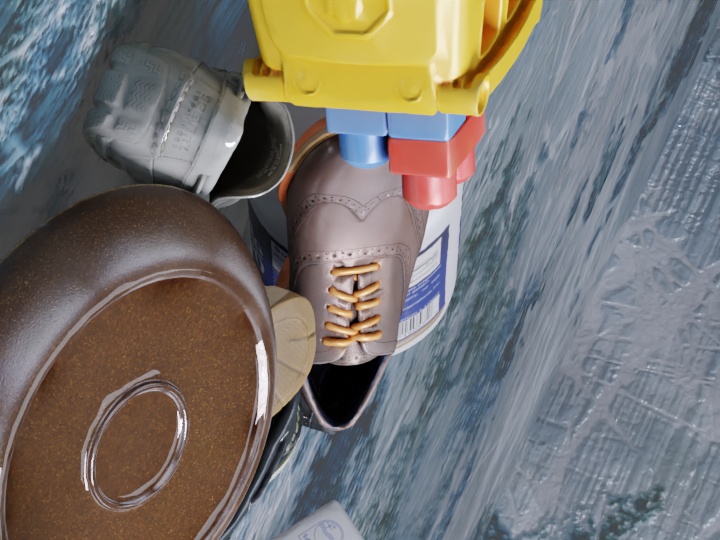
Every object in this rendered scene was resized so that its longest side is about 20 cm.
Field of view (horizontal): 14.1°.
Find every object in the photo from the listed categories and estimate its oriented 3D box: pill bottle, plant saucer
[{"bbox_3d":[-0.003,-0.038,1.484,0.200,0.111,0.111,90,24,-67],"label":"pill bottle"},{"bbox_3d":[-0.098,0.065,1.162,0.200,0.032,0.201,-29,131,-39],"label":"plant saucer"}]

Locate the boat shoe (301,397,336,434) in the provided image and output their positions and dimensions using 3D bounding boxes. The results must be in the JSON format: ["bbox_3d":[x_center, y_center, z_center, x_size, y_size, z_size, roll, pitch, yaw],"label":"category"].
[{"bbox_3d":[-0.001,-0.002,1.712,0.074,0.068,0.200,52,60,-80],"label":"boat shoe"}]

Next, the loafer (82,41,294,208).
[{"bbox_3d":[-0.062,-0.052,1.236,0.200,0.070,0.070,9,102,-81],"label":"loafer"}]

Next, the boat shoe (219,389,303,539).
[{"bbox_3d":[-0.095,0.106,1.277,0.199,0.075,0.066,-35,170,-30],"label":"boat shoe"}]

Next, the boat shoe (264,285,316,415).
[{"bbox_3d":[-0.107,0.062,1.233,0.200,0.069,0.074,-31,131,-38],"label":"boat shoe"}]

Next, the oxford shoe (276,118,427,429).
[{"bbox_3d":[0.000,0.000,1.348,0.200,0.071,0.073,96,-13,-56],"label":"oxford shoe"}]

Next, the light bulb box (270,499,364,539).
[{"bbox_3d":[-0.068,0.239,1.410,0.200,0.125,0.198,-31,164,-18],"label":"light bulb box"}]

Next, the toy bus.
[{"bbox_3d":[0.026,-0.133,1.201,0.200,0.135,0.192,-57,146,-57],"label":"toy bus"}]

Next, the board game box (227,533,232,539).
[{"bbox_3d":[-0.098,0.099,1.407,0.200,0.062,0.200,22,90,-82],"label":"board game box"}]
